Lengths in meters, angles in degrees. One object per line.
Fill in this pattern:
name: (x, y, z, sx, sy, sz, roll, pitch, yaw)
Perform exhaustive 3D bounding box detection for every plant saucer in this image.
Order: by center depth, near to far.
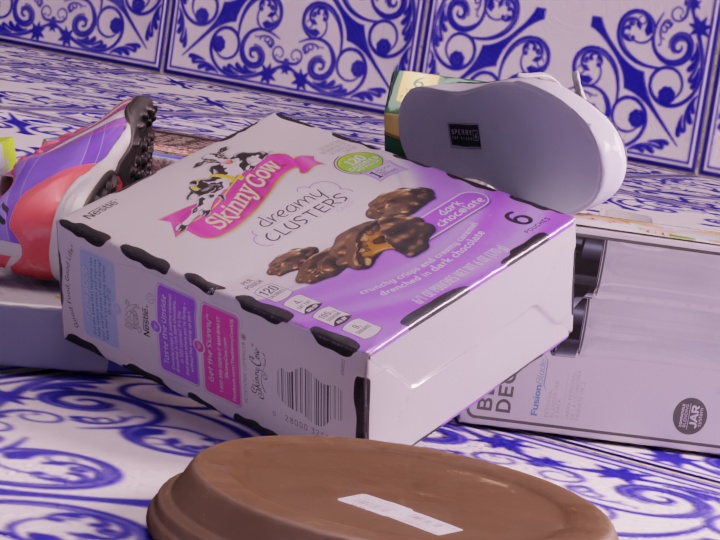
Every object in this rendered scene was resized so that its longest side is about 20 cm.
plant saucer: (0.016, 0.100, 0.850, 0.199, 0.030, 0.200, 9, 9, -1)

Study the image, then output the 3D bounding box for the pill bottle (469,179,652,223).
pill bottle: (0.077, -0.003, 1.336, 0.199, 0.114, 0.114, 10, 8, 9)

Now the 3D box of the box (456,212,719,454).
box: (0.152, 0.034, 1.157, 0.199, 0.117, 0.060, 9, 10, -7)

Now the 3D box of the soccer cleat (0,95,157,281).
soccer cleat: (-0.163, -0.053, 1.209, 0.073, 0.068, 0.200, 8, 26, 6)

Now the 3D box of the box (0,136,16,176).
box: (-0.310, -0.058, 1.476, 0.122, 0.048, 0.200, -5, 8, 0)

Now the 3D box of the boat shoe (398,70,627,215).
boat shoe: (0.095, -0.071, 1.154, 0.068, 0.074, 0.199, -13, 8, -25)

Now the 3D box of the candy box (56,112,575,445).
candy box: (-0.022, 0.004, 1.060, 0.200, 0.072, 0.168, 21, 36, 33)

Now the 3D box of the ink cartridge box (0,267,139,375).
ink cartridge box: (-0.188, 0.023, 1.138, 0.199, 0.042, 0.119, 3, 10, -23)

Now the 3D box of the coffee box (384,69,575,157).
coffee box: (0.076, -0.043, 1.415, 0.123, 0.200, 0.044, 10, 51, 8)

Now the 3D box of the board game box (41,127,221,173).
board game box: (-0.112, -0.033, 1.402, 0.159, 0.097, 0.200, 9, 8, 6)
